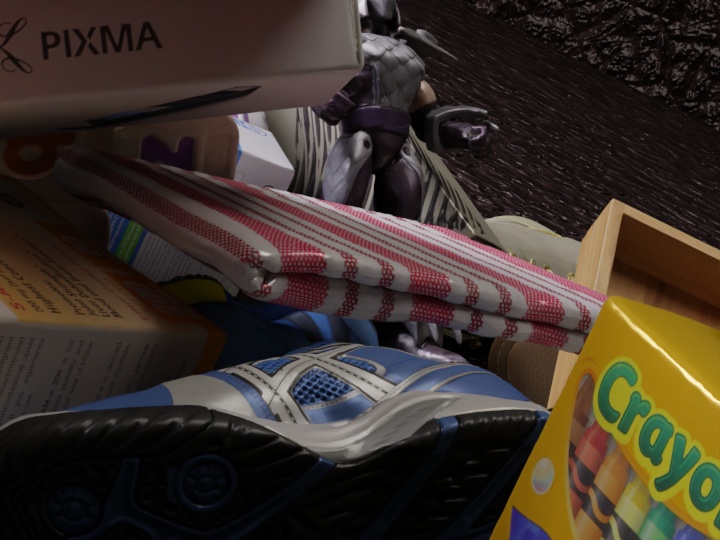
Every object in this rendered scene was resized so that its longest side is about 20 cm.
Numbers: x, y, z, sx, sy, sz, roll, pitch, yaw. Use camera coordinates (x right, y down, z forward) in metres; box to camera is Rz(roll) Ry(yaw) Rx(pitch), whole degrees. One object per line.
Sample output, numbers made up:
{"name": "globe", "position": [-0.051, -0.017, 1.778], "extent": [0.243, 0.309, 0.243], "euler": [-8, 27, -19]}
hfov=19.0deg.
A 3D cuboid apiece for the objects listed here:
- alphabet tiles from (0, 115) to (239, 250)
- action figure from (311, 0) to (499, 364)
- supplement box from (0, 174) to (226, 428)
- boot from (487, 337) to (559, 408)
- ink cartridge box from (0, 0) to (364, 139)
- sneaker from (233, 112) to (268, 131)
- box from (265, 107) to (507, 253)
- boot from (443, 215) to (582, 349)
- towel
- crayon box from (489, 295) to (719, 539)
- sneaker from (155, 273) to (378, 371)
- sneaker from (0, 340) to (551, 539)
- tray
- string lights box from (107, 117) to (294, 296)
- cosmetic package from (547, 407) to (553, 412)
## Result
{"name": "alphabet tiles", "position": [-0.137, -0.082, 0.806], "extent": [0.194, 0.202, 0.015], "euler": [-1, 31, -16]}
{"name": "action figure", "position": [0.009, -0.053, 1.008], "extent": [0.129, 0.202, 0.069], "euler": [9, -14, -34]}
{"name": "supplement box", "position": [-0.156, 0.017, 0.701], "extent": [0.126, 0.074, 0.199], "euler": [33, 15, 31]}
{"name": "boot", "position": [0.158, 0.090, 1.052], "extent": [0.200, 0.074, 0.155], "euler": [41, 16, 12]}
{"name": "ink cartridge box", "position": [-0.098, -0.077, 0.708], "extent": [0.198, 0.045, 0.176], "euler": [-7, -3, -9]}
{"name": "sneaker", "position": [-0.122, -0.104, 1.029], "extent": [0.113, 0.073, 0.201], "euler": [17, 17, -28]}
{"name": "box", "position": [-0.014, -0.065, 1.110], "extent": [0.201, 0.082, 0.068], "euler": [54, 10, 19]}
{"name": "boot", "position": [0.115, 0.023, 1.210], "extent": [0.199, 0.073, 0.154], "euler": [28, 12, 28]}
{"name": "towel", "position": [0.000, 0.000, 0.799], "extent": [0.199, 0.030, 0.146], "euler": [12, 8, -36]}
{"name": "crayon box", "position": [0.086, 0.097, 0.588], "extent": [0.051, 0.201, 0.126], "euler": [17, 16, -30]}
{"name": "sneaker", "position": [-0.037, 0.052, 0.857], "extent": [0.079, 0.066, 0.200], "euler": [59, 17, 15]}
{"name": "sneaker", "position": [-0.029, 0.066, 0.700], "extent": [0.198, 0.076, 0.077], "euler": [1, 22, -19]}
{"name": "tray", "position": [0.131, 0.067, 0.938], "extent": [0.098, 0.037, 0.201], "euler": [25, 47, -8]}
{"name": "string lights box", "position": [-0.139, -0.041, 0.888], "extent": [0.199, 0.103, 0.059], "euler": [22, 14, -21]}
{"name": "cosmetic package", "position": [0.119, 0.097, 0.802], "extent": [0.199, 0.074, 0.103], "euler": [-14, 36, -39]}
